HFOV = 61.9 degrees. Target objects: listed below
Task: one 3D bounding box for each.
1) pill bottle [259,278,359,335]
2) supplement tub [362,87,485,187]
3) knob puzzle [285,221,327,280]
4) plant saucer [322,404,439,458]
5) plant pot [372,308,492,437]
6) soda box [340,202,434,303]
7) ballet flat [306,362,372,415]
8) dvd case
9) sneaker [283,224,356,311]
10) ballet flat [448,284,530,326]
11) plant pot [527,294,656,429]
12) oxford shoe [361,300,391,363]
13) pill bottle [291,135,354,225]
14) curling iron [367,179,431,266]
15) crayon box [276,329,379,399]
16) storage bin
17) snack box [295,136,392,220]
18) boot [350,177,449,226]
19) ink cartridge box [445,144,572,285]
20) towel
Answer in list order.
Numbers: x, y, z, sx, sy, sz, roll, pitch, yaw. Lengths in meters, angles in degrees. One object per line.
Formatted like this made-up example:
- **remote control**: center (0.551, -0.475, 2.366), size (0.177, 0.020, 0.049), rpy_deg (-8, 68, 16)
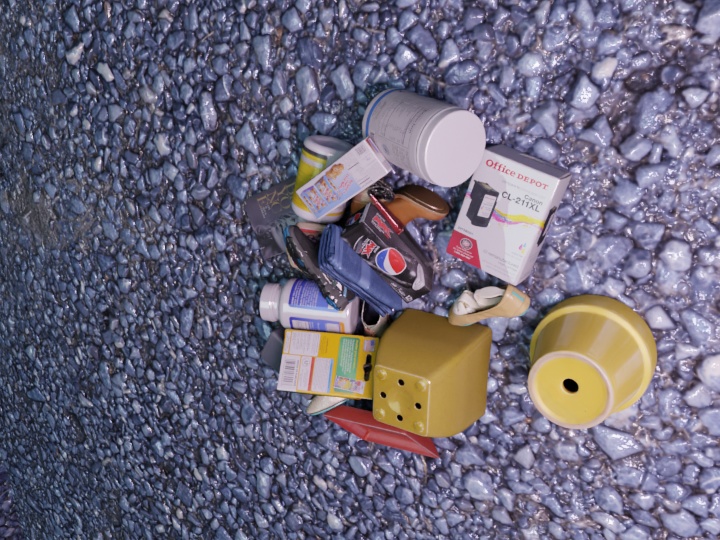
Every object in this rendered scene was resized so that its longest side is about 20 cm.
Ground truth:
- **pill bottle**: center (-0.108, 0.075, 1.284), size (0.199, 0.112, 0.112), rpy_deg (6, 109, 11)
- **supplement tub**: center (0.104, -0.233, 1.035), size (0.200, 0.132, 0.132), rpy_deg (38, 125, 48)
- **knob puzzle**: center (-0.072, -0.026, 1.242), size (0.219, 0.031, 0.220), rpy_deg (11, 145, 8)
- **plant saucer**: center (0.050, 0.339, 1.277), size (0.199, 0.200, 0.037), rpy_deg (5, 64, 33)
- **plant pot**: center (0.121, 0.211, 1.155), size (0.194, 0.200, 0.196), rpy_deg (11, 111, 30)
- **soda box**: center (0.055, -0.031, 1.152), size (0.063, 0.071, 0.200), rpy_deg (-31, 116, 34)
- **ballet flat**: center (-0.031, 0.239, 1.268), size (0.199, 0.067, 0.063), rpy_deg (-24, 98, 1)
- **dvd case**: center (-0.174, -0.121, 1.362), size (0.200, 0.016, 0.149), rpy_deg (-17, 94, 35)
- **sneaker**: center (-0.075, -0.017, 1.187), size (0.200, 0.082, 0.073), rpy_deg (53, 164, -17)
- **ballet flat**: center (0.219, 0.056, 1.100), size (0.063, 0.069, 0.200), rpy_deg (39, 150, -22)
- **plant pot**: center (0.366, 0.159, 0.985), size (0.200, 0.189, 0.202), rpy_deg (10, 108, 31)
- **oxford shoe**: center (0.027, 0.122, 1.266), size (0.071, 0.074, 0.201), rpy_deg (6, 108, 29)
- **pill bottle**: center (-0.079, -0.165, 1.227), size (0.112, 0.112, 0.201), rpy_deg (27, 117, 24)
- **curling iron**: center (0.077, -0.085, 1.125), size (0.049, 0.026, 0.200), rpy_deg (-16, 117, 40)
- **crayon box**: center (-0.062, 0.194, 1.229), size (0.199, 0.052, 0.126), rpy_deg (4, 75, 13)
- **storage bin**: center (-0.114, 0.185, 1.342), size (0.200, 0.134, 0.146), rpy_deg (39, 122, 17)
- **snack box**: center (-0.035, -0.166, 1.107), size (0.200, 0.024, 0.072), rpy_deg (-28, 105, 41)
- **boot**: center (0.072, -0.094, 1.184), size (0.200, 0.074, 0.155), rpy_deg (23, 124, 23)
- **ink cartridge box**: center (0.254, -0.100, 1.046), size (0.145, 0.083, 0.201), rpy_deg (28, 118, 24)
- **towel**: center (0.000, 0.000, 1.156), size (0.048, 0.112, 0.200), rpy_deg (-30, 129, 33)
